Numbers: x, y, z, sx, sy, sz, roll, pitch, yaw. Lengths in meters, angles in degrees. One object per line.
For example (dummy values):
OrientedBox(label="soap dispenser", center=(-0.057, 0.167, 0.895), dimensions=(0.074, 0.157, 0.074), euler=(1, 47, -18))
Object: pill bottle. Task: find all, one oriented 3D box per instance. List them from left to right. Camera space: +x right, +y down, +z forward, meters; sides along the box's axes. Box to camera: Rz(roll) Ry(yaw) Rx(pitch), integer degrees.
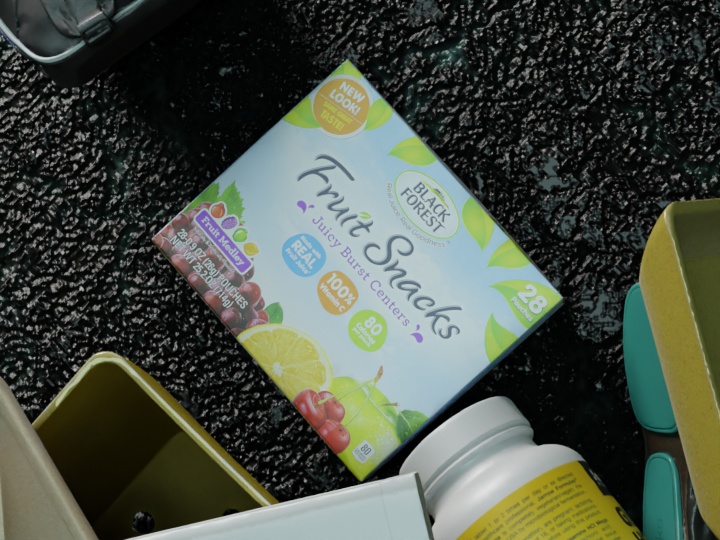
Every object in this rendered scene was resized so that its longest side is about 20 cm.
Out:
OrientedBox(label="pill bottle", center=(0.112, 0.176, 0.905), dimensions=(0.112, 0.112, 0.200), euler=(-38, 67, 4))

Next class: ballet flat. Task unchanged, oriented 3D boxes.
OrientedBox(label="ballet flat", center=(0.199, 0.099, 0.936), dimensions=(0.068, 0.068, 0.201), euler=(-6, 97, -23))

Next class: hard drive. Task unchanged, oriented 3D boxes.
OrientedBox(label="hard drive", center=(-0.052, 0.191, 0.804), dimensions=(0.199, 0.026, 0.132), euler=(-14, 85, 6))

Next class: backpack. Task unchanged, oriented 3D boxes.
OrientedBox(label="backpack", center=(-0.176, -0.236, 0.964), dimensions=(0.177, 0.151, 0.200), euler=(-36, 90, 1))

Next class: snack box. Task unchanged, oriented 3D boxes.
OrientedBox(label="snack box", center=(0.000, 0.000, 0.966), dimensions=(0.169, 0.068, 0.200), euler=(-41, 83, 3))

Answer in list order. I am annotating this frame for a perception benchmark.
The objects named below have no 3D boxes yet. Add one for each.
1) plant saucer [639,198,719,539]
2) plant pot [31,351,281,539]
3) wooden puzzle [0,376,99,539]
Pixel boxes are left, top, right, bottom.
OrientedBox(label="plant saucer", center=(0.232, 0.058, 0.892), dimensions=(0.048, 0.200, 0.201), euler=(-19, 82, 42))
OrientedBox(label="plant pot", center=(-0.122, 0.185, 0.915), dimensions=(0.200, 0.176, 0.200), euler=(43, 92, 7))
OrientedBox(label="wooden puzzle", center=(-0.215, 0.179, 0.802), dimensions=(0.185, 0.046, 0.200), euler=(-40, 77, 15))
